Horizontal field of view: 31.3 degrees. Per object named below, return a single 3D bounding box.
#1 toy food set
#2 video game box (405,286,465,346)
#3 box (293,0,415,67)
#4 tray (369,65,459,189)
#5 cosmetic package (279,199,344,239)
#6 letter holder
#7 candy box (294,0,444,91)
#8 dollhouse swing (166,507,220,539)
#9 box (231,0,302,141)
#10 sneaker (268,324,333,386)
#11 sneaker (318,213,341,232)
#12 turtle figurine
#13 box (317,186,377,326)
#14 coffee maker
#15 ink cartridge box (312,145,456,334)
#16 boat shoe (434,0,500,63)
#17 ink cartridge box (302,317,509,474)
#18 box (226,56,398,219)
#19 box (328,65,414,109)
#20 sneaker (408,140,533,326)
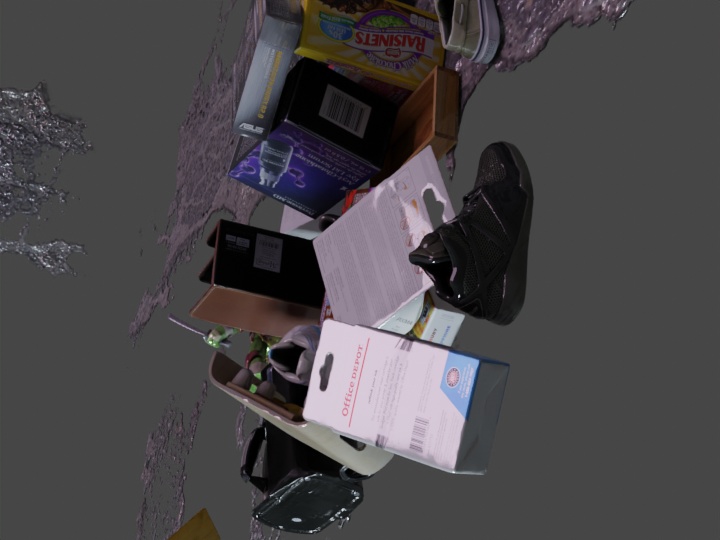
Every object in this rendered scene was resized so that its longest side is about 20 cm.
[{"bbox_3d":[-0.069,0.158,1.481,0.199,0.143,0.061,22,76,43],"label":"toy food set"},{"bbox_3d":[0.050,0.067,1.523,0.201,0.046,0.184,-110,35,-57],"label":"video game box"},{"bbox_3d":[-0.017,-0.365,1.880,0.183,0.103,0.202,-106,34,-52],"label":"box"},{"bbox_3d":[0.067,-0.164,1.629,0.200,0.037,0.100,138,141,-57],"label":"tray"},{"bbox_3d":[-0.060,-0.135,1.938,0.200,0.051,0.153,162,116,-68],"label":"cosmetic package"},{"bbox_3d":[-0.130,0.021,1.815,0.142,0.197,0.102,136,142,-57],"label":"letter holder"},{"bbox_3d":[0.016,-0.294,1.604,0.026,0.198,0.104,-14,65,64],"label":"candy box"},{"bbox_3d":[-0.279,0.551,2.151,0.181,0.175,0.201,-36,-19,-48],"label":"dollhouse swing"},{"bbox_3d":[-0.121,-0.280,1.625,0.201,0.048,0.160,-101,27,-59],"label":"box"},{"bbox_3d":[-0.075,0.099,1.533,0.200,0.086,0.076,-173,95,-67],"label":"sneaker"},{"bbox_3d":[-0.023,-0.003,1.708,0.201,0.081,0.078,-104,32,-51],"label":"sneaker"},{"bbox_3d":[-0.169,0.140,1.947,0.195,0.197,0.145,-111,4,-51],"label":"turtle figurine"},{"bbox_3d":[0.000,0.000,1.576,0.137,0.039,0.203,-179,101,-69],"label":"box"},{"bbox_3d":[-0.053,0.206,1.636,0.190,0.135,0.202,-24,48,22],"label":"coffee maker"},{"bbox_3d":[0.041,-0.019,1.448,0.199,0.050,0.164,-36,54,28],"label":"ink cartridge box"},{"bbox_3d":[0.120,-0.323,1.535,0.201,0.061,0.072,-100,30,-49],"label":"boat shoe"},{"bbox_3d":[0.044,0.126,1.322,0.198,0.068,0.118,14,91,36],"label":"ink cartridge box"},{"bbox_3d":[-0.065,-0.170,1.691,0.200,0.147,0.105,-34,36,57],"label":"box"},{"bbox_3d":[0.012,-0.248,1.739,0.200,0.094,0.101,140,139,-60],"label":"box"},{"bbox_3d":[0.114,-0.051,1.317,0.076,0.113,0.202,148,134,-61],"label":"sneaker"}]
